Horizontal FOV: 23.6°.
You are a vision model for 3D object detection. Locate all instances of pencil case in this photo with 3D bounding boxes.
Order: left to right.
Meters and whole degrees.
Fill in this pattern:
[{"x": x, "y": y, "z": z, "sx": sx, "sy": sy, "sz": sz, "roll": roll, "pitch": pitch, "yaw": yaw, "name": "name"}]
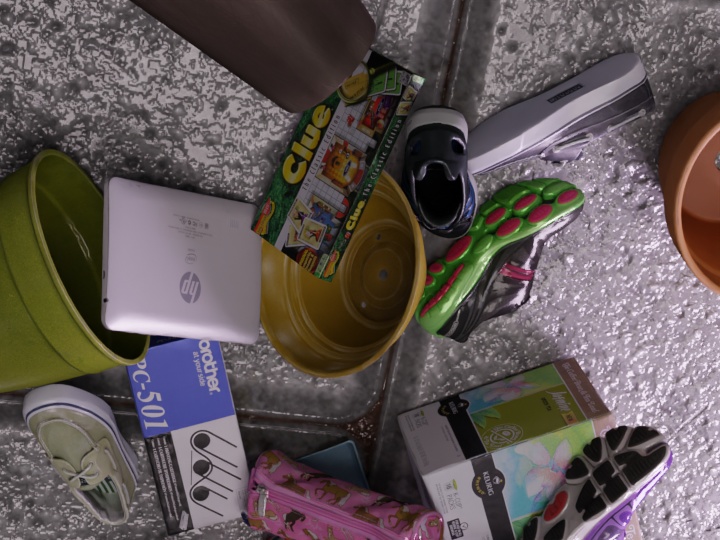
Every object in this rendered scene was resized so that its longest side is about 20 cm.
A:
[{"x": -0.016, "y": 0.236, "z": 1.630, "sx": 0.198, "sy": 0.086, "sz": 0.084, "roll": 17, "pitch": 127, "yaw": 26, "name": "pencil case"}]

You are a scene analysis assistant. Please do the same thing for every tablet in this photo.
[{"x": -0.155, "y": -0.006, "z": 1.530, "sx": 0.199, "sy": 0.014, "sz": 0.132, "roll": 9, "pitch": 79, "yaw": -52, "name": "tablet"}]

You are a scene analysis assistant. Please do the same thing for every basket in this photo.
[{"x": -0.090, "y": -0.244, "z": 1.477, "sx": 0.180, "sy": 0.136, "sz": 0.200, "roll": -41, "pitch": 117, "yaw": 14, "name": "basket"}]

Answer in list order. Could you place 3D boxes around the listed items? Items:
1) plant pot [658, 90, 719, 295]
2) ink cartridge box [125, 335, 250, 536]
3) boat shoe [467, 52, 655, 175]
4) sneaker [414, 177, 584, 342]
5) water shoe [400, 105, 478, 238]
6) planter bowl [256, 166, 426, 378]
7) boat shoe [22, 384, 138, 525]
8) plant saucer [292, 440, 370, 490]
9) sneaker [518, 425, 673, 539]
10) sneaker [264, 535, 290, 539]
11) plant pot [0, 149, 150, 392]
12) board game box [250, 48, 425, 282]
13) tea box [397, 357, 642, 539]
[{"x": 0.366, "y": -0.087, "z": 1.617, "sx": 0.197, "sy": 0.140, "sz": 0.203, "roll": -4, "pitch": 112, "yaw": -10, "name": "plant pot"}, {"x": -0.165, "y": 0.151, "z": 1.660, "sx": 0.093, "sy": 0.044, "sz": 0.202, "roll": -13, "pitch": 112, "yaw": -7, "name": "ink cartridge box"}, {"x": 0.183, "y": -0.129, "z": 1.608, "sx": 0.198, "sy": 0.072, "sz": 0.068, "roll": -29, "pitch": 115, "yaw": -4, "name": "boat shoe"}, {"x": 0.137, "y": -0.011, "z": 1.649, "sx": 0.200, "sy": 0.077, "sz": 0.084, "roll": -42, "pitch": 130, "yaw": 10, "name": "sneaker"}, {"x": 0.066, "y": -0.067, "z": 1.550, "sx": 0.071, "sy": 0.080, "sz": 0.201, "roll": 1, "pitch": 151, "yaw": 9, "name": "water shoe"}, {"x": 0.000, "y": 0.000, "z": 1.586, "sx": 0.083, "sy": 0.200, "sz": 0.202, "roll": 8, "pitch": 114, "yaw": -49, "name": "planter bowl"}, {"x": -0.251, "y": 0.171, "z": 1.593, "sx": 0.071, "sy": 0.063, "sz": 0.200, "roll": -16, "pitch": 146, "yaw": 10, "name": "boat shoe"}, {"x": -0.013, "y": 0.264, "z": 1.748, "sx": 0.069, "sy": 0.019, "sz": 0.202, "roll": -19, "pitch": 114, "yaw": -3, "name": "plant saucer"}, {"x": 0.225, "y": 0.228, "z": 1.614, "sx": 0.083, "sy": 0.081, "sz": 0.201, "roll": 26, "pitch": 114, "yaw": -32, "name": "sneaker"}, {"x": -0.013, "y": 0.335, "z": 1.718, "sx": 0.093, "sy": 0.070, "sz": 0.200, "roll": -30, "pitch": 103, "yaw": 34, "name": "sneaker"}, {"x": -0.317, "y": 0.024, "z": 1.515, "sx": 0.191, "sy": 0.201, "sz": 0.202, "roll": -23, "pitch": 114, "yaw": 11, "name": "plant pot"}, {"x": -0.023, "y": -0.103, "z": 1.551, "sx": 0.023, "sy": 0.104, "sz": 0.202, "roll": 14, "pitch": 104, "yaw": -47, "name": "board game box"}, {"x": 0.162, "y": 0.225, "z": 1.702, "sx": 0.195, "sy": 0.134, "sz": 0.202, "roll": -19, "pitch": 113, "yaw": -3, "name": "tea box"}]
